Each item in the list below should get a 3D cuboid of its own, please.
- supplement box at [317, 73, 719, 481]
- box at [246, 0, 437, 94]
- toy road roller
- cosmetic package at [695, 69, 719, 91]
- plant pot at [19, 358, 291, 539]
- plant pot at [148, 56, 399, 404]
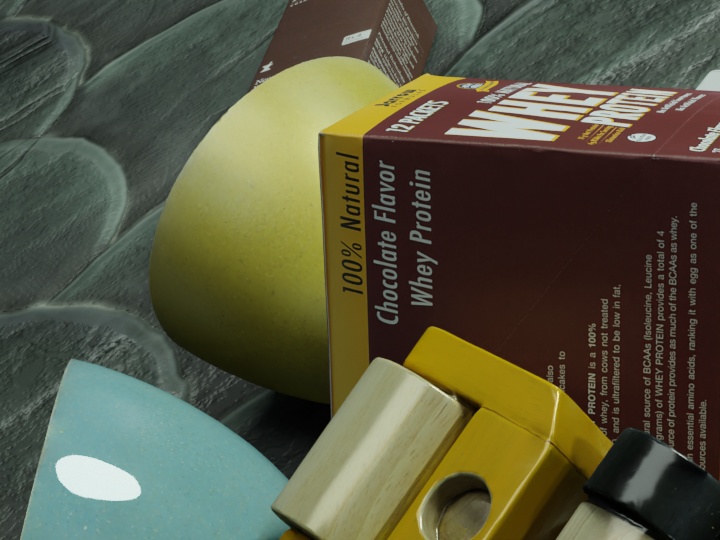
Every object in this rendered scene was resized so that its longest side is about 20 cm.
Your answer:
[{"bbox_3d":[0.100,0.024,0.921,0.199,0.199,0.133,5,18,23],"label":"supplement box"},{"bbox_3d":[-0.016,-0.139,1.490,0.100,0.075,0.200,-16,30,24],"label":"box"},{"bbox_3d":[0.073,0.127,0.823,0.200,0.146,0.123,27,77,44],"label":"toy road roller"},{"bbox_3d":[0.181,-0.008,1.081,0.074,0.102,0.200,7,47,47],"label":"cosmetic package"},{"bbox_3d":[-0.083,0.152,0.905,0.134,0.201,0.201,12,34,-4],"label":"plant pot"},{"bbox_3d":[0.000,0.000,1.170,0.200,0.201,0.142,-40,56,-19],"label":"plant pot"}]
